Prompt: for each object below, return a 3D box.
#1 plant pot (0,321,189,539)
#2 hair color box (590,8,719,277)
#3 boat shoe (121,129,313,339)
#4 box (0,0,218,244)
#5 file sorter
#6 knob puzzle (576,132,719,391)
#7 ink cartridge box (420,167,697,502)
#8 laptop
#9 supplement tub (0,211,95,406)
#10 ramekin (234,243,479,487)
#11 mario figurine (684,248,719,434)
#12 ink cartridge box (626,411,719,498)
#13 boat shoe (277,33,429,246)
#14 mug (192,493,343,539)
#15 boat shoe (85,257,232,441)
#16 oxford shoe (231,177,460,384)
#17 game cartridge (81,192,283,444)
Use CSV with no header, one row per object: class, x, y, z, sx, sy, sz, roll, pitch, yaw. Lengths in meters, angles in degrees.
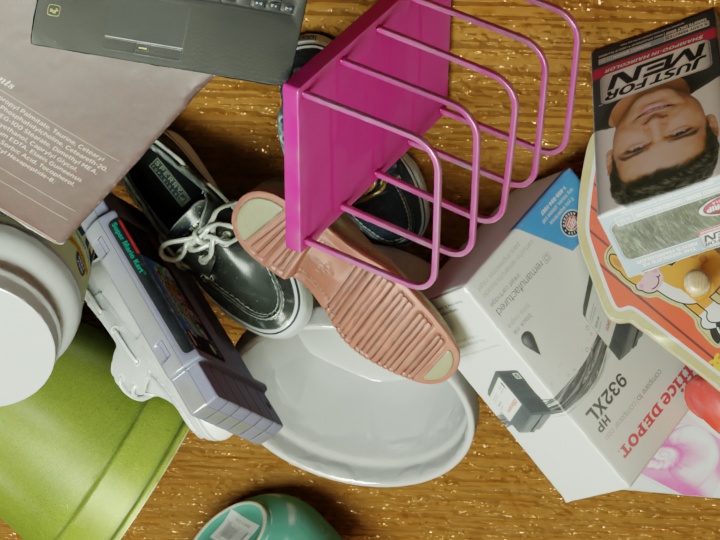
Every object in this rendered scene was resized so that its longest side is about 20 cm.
plant pot,-0.253,0.118,1.820,0.192,0.201,0.201,34,125,-8
hair color box,0.219,-0.092,1.592,0.098,0.201,0.061,-19,126,18
boat shoe,-0.114,-0.030,1.684,0.073,0.068,0.200,-39,76,15
box,-0.212,-0.163,1.586,0.164,0.167,0.200,33,125,-21
file sorter,0.052,-0.101,1.574,0.125,0.200,0.140,23,135,24
knob puzzle,0.245,-0.041,1.655,0.218,0.221,0.030,-3,162,6
ink cartridge box,0.157,0.050,1.706,0.200,0.145,0.084,50,149,-12
laptop,-0.100,-0.210,1.414,0.176,0.103,0.201,9,109,-15
supplement tub,-0.272,-0.010,1.694,0.144,0.201,0.146,2,130,2
ramekin,0.002,0.068,1.781,0.199,0.106,0.201,9,140,7
mario figurine,0.306,0.039,1.685,0.122,0.201,0.106,9,149,11
ink cartridge box,0.274,0.103,1.853,0.198,0.043,0.197,4,129,2
boat shoe,-0.010,-0.074,1.694,0.070,0.091,0.201,-20,126,19
mug,-0.097,0.272,1.946,0.184,0.153,0.115,-25,121,23
boat shoe,-0.162,0.063,1.750,0.068,0.200,0.072,-37,153,5
oxford shoe,0.000,0.000,1.658,0.200,0.074,0.071,43,119,-2
game cartridge,-0.135,0.031,1.675,0.038,0.201,0.130,-35,157,5
